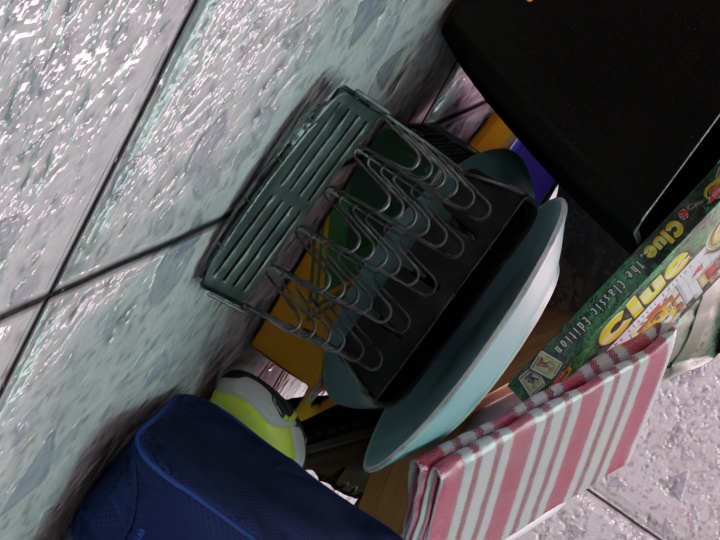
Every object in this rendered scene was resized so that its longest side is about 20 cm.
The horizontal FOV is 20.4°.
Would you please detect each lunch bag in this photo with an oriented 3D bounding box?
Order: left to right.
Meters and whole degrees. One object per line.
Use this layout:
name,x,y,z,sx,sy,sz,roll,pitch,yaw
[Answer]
lunch bag,-0.073,0.185,1.144,0.133,0.199,0.136,-56,175,16
lunch bag,0.235,-0.016,1.472,0.199,0.117,0.165,-16,131,-36

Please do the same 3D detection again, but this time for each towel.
towel,0.104,0.113,1.231,0.199,0.030,0.147,-27,151,-25

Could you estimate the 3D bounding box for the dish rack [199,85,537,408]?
dish rack,0.003,-0.015,1.128,0.154,0.054,0.200,-55,147,4

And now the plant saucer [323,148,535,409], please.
plant saucer,0.053,0.013,1.297,0.200,0.027,0.201,-42,154,-26

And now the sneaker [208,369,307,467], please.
sneaker,-0.092,0.145,1.272,0.076,0.075,0.201,-45,163,-44

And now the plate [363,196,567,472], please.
plate,0.069,0.043,1.192,0.201,0.026,0.200,-54,-176,6

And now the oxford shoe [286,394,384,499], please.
oxford shoe,-0.008,0.130,1.402,0.199,0.073,0.085,-7,110,-31

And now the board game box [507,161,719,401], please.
board game box,0.178,0.018,1.252,0.200,0.023,0.105,-47,152,1

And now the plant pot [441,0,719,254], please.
plant pot,0.165,-0.145,1.258,0.200,0.177,0.199,-53,169,2

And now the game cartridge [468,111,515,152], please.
game cartridge,0.048,-0.010,1.552,0.200,0.032,0.177,-48,167,-25

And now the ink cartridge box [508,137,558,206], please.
ink cartridge box,0.092,-0.023,1.455,0.199,0.043,0.200,-55,174,-12

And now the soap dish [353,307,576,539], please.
soap dish,0.088,0.115,1.361,0.200,0.081,0.158,-22,140,-51

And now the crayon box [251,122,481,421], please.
crayon box,0.000,0.000,1.308,0.201,0.051,0.126,-59,168,12
